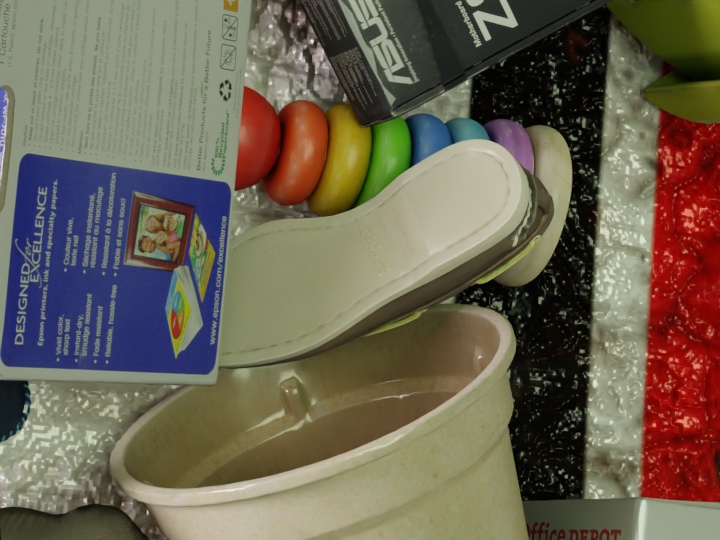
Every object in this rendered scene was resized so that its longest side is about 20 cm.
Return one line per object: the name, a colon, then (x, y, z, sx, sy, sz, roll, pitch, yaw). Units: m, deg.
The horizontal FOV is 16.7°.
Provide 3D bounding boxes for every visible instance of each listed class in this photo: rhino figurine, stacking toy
rhino figurine: (-0.190, 0.142, 1.126, 0.200, 0.087, 0.060, -5, 83, -15)
stacking toy: (0.002, -0.054, 1.247, 0.200, 0.085, 0.085, 14, 79, -17)

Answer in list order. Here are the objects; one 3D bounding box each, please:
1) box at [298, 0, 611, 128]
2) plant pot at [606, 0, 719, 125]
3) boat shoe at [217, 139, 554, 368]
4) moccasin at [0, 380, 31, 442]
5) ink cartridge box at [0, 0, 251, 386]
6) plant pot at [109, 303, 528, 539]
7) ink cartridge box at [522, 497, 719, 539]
box: (0.027, -0.195, 1.214, 0.161, 0.049, 0.200, -29, 97, -21)
plant pot: (0.236, -0.186, 1.302, 0.199, 0.200, 0.182, -29, 104, -25)
boat shoe: (0.000, 0.000, 1.200, 0.060, 0.200, 0.072, 29, 39, -60)
moccasin: (-0.202, 0.004, 1.118, 0.080, 0.068, 0.200, -43, 125, -27)
ink cartridge box: (-0.128, -0.049, 1.110, 0.200, 0.047, 0.198, 7, 89, -55)
plant pot: (0.004, 0.140, 1.174, 0.200, 0.200, 0.184, -26, 107, -24)
ink cartridge box: (0.133, 0.215, 1.235, 0.083, 0.146, 0.200, 8, 81, -21)
